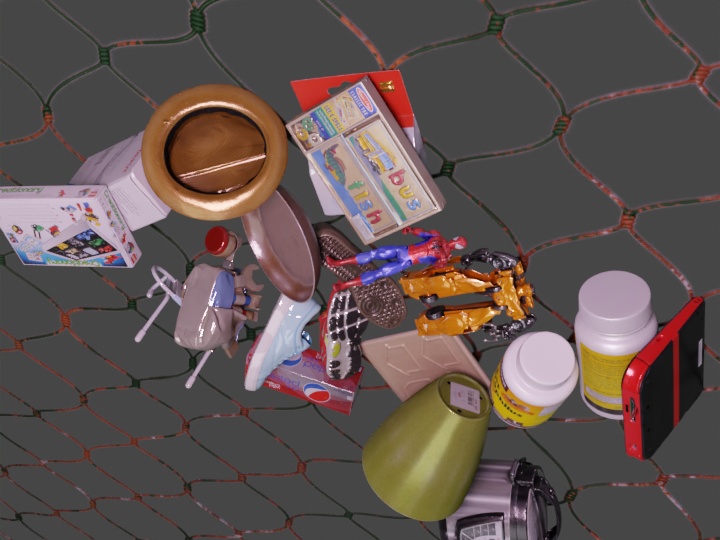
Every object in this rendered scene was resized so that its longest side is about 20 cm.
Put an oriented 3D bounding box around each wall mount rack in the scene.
[{"bbox_3d":[-0.298,0.092,1.530,0.074,0.174,0.200,-39,113,10],"label":"wall mount rack"}]

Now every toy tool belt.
[{"bbox_3d":[-0.216,0.037,1.478,0.125,0.201,0.123,13,177,36],"label":"toy tool belt"}]

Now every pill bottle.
[{"bbox_3d":[0.360,0.105,1.293,0.114,0.115,0.200,3,134,21],"label":"pill bottle"},{"bbox_3d":[0.255,0.158,1.355,0.109,0.110,0.200,18,158,6],"label":"pill bottle"}]

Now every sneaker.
[{"bbox_3d":[-0.039,0.083,1.479,0.077,0.085,0.201,-8,127,-28],"label":"sneaker"},{"bbox_3d":[-0.127,0.125,1.516,0.082,0.074,0.201,25,113,-4],"label":"sneaker"},{"bbox_3d":[0.000,0.000,1.383,0.070,0.076,0.200,-36,113,13],"label":"sneaker"}]

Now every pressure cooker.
[{"bbox_3d":[0.251,0.416,1.612,0.199,0.179,0.176,0,163,23],"label":"pressure cooker"}]

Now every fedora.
[{"bbox_3d":[-0.198,-0.159,1.274,0.200,0.201,0.082,24,178,-1],"label":"fedora"}]

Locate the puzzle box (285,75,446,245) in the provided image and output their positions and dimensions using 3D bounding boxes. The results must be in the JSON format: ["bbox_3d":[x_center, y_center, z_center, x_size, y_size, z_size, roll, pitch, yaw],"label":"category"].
[{"bbox_3d":[0.008,-0.140,1.210,0.133,0.025,0.200,-24,109,32],"label":"puzzle box"}]

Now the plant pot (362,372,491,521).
[{"bbox_3d":[0.124,0.261,1.463,0.187,0.187,0.200,25,127,-2],"label":"plant pot"}]

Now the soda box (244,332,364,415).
[{"bbox_3d":[-0.098,0.179,1.605,0.199,0.064,0.070,19,136,6],"label":"soda box"}]

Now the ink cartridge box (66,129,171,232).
[{"bbox_3d":[-0.343,-0.124,1.348,0.199,0.145,0.084,-17,125,35],"label":"ink cartridge box"}]

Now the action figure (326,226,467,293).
[{"bbox_3d":[0.053,-0.022,1.279,0.199,0.066,0.099,-14,169,0],"label":"action figure"}]

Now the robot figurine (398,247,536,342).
[{"bbox_3d":[0.162,0.035,1.339,0.199,0.058,0.146,-9,111,31],"label":"robot figurine"}]

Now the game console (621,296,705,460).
[{"bbox_3d":[0.425,0.155,1.284,0.031,0.177,0.200,25,146,38],"label":"game console"}]

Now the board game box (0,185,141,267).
[{"bbox_3d":[-0.424,-0.062,1.312,0.199,0.035,0.127,2,133,22],"label":"board game box"}]

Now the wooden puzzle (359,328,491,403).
[{"bbox_3d":[0.117,0.157,1.507,0.199,0.046,0.185,-12,127,38],"label":"wooden puzzle"}]

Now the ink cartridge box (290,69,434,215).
[{"bbox_3d":[0.001,-0.164,1.230,0.159,0.047,0.200,-1,134,24],"label":"ink cartridge box"}]

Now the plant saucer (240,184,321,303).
[{"bbox_3d":[-0.113,-0.049,1.345,0.200,0.032,0.201,42,146,37],"label":"plant saucer"}]
